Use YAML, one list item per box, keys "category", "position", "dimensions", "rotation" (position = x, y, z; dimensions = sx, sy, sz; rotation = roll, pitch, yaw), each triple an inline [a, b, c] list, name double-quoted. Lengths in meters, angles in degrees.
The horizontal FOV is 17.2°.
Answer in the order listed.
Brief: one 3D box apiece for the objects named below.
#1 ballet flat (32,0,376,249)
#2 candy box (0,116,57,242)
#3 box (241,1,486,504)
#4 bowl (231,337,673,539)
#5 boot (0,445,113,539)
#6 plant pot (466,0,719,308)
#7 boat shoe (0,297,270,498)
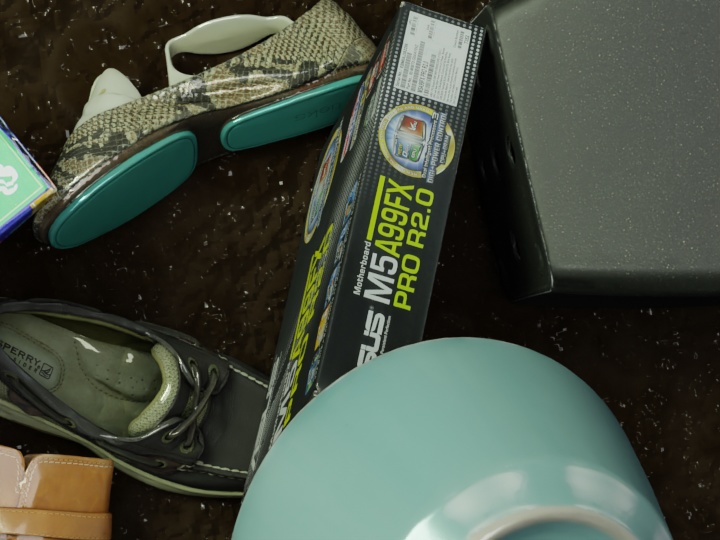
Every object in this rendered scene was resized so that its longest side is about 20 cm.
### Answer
- category: "ballet flat"
  position: [-0.086, -0.081, 1.186]
  dimensions: [0.199, 0.068, 0.076]
  rotation: [-27, 69, -15]
- category: "candy box"
  position: [-0.237, 0.003, 1.060]
  dimensions: [0.200, 0.169, 0.077]
  rotation: [-42, 96, -9]
- category: "box"
  position: [0.000, 0.000, 1.112]
  dimensions: [0.044, 0.160, 0.202]
  rotation: [17, 65, -9]
- category: "bowl"
  position: [0.054, 0.138, 0.977]
  dimensions: [0.199, 0.105, 0.203]
  rotation: [-5, 104, -22]
- category: "boot"
  position: [-0.138, 0.168, 1.145]
  dimensions: [0.198, 0.077, 0.157]
  rotation: [15, 80, -15]
- category: "plant pot"
  position: [0.149, -0.071, 1.151]
  dimensions: [0.176, 0.200, 0.201]
  rotation: [-13, 89, -7]
- category: "boat shoe"
  position: [-0.104, 0.063, 1.152]
  dimensions: [0.199, 0.066, 0.072]
  rotation: [21, 78, -19]
